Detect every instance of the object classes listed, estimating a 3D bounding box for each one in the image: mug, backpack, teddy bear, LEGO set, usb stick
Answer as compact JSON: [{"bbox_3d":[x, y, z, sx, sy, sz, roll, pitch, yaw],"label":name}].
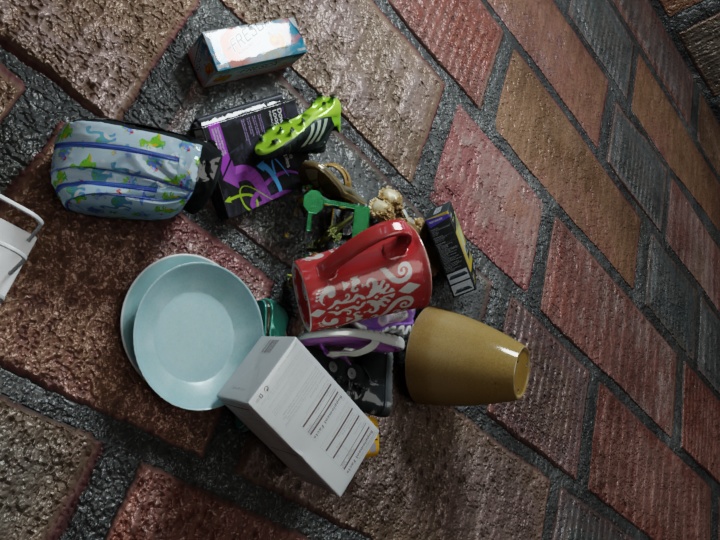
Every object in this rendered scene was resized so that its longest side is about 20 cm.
[{"bbox_3d":[-0.004,-0.003,0.890,0.194,0.134,0.183,-14,121,-16],"label":"mug"},{"bbox_3d":[-0.304,-0.132,0.765,0.196,0.162,0.159,23,80,-27],"label":"backpack"},{"bbox_3d":[0.083,-0.070,1.148,0.200,0.066,0.147,44,38,-25],"label":"teddy bear"},{"bbox_3d":[-0.064,-0.043,0.999,0.149,0.115,0.208,-3,95,-21],"label":"LEGO set"},{"bbox_3d":[-0.194,-0.250,0.962,0.198,0.032,0.057,-33,110,-40],"label":"usb stick"}]

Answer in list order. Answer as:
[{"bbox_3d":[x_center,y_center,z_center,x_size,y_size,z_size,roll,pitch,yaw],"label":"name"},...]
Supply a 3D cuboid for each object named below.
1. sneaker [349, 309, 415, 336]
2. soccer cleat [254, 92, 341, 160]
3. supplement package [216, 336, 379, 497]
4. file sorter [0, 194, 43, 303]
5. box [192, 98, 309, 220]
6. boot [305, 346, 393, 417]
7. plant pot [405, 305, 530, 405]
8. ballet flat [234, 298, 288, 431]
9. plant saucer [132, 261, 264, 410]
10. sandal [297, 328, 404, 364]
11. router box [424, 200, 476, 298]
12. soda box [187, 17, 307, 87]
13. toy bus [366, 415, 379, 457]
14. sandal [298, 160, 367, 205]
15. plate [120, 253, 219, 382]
[{"bbox_3d":[0.040,0.065,1.037,0.197,0.080,0.091,6,111,-52],"label":"sneaker"},{"bbox_3d":[-0.095,-0.222,0.955,0.200,0.066,0.083,-44,139,-35],"label":"soccer cleat"},{"bbox_3d":[-0.086,0.204,0.815,0.201,0.112,0.110,51,59,-22],"label":"supplement package"},{"bbox_3d":[-0.455,0.006,0.618,0.137,0.123,0.206,32,61,-31],"label":"file sorter"},{"bbox_3d":[-0.168,-0.187,0.946,0.198,0.035,0.147,-34,118,-42],"label":"box"},{"bbox_3d":[-0.040,0.157,0.989,0.194,0.066,0.169,17,45,-22],"label":"boot"},{"bbox_3d":[0.211,0.175,1.077,0.184,0.195,0.194,-13,106,-55],"label":"plant pot"},{"bbox_3d":[-0.145,0.148,0.896,0.069,0.066,0.207,22,67,-42],"label":"ballet flat"},{"bbox_3d":[-0.231,0.093,0.818,0.197,0.038,0.209,11,74,-40],"label":"plant saucer"},{"bbox_3d":[-0.009,0.127,0.936,0.197,0.082,0.052,7,69,-28],"label":"sandal"},{"bbox_3d":[0.187,-0.049,1.169,0.200,0.051,0.162,-50,119,-74],"label":"router box"},{"bbox_3d":[-0.187,-0.370,0.967,0.198,0.067,0.065,-32,101,-39],"label":"soda box"},{"bbox_3d":[-0.061,0.273,0.941,0.195,0.064,0.081,7,78,-40],"label":"toy bus"},{"bbox_3d":[-0.045,-0.157,1.013,0.199,0.078,0.056,25,76,-60],"label":"sandal"},{"bbox_3d":[-0.255,0.079,0.841,0.196,0.025,0.208,10,75,-40],"label":"plate"}]
